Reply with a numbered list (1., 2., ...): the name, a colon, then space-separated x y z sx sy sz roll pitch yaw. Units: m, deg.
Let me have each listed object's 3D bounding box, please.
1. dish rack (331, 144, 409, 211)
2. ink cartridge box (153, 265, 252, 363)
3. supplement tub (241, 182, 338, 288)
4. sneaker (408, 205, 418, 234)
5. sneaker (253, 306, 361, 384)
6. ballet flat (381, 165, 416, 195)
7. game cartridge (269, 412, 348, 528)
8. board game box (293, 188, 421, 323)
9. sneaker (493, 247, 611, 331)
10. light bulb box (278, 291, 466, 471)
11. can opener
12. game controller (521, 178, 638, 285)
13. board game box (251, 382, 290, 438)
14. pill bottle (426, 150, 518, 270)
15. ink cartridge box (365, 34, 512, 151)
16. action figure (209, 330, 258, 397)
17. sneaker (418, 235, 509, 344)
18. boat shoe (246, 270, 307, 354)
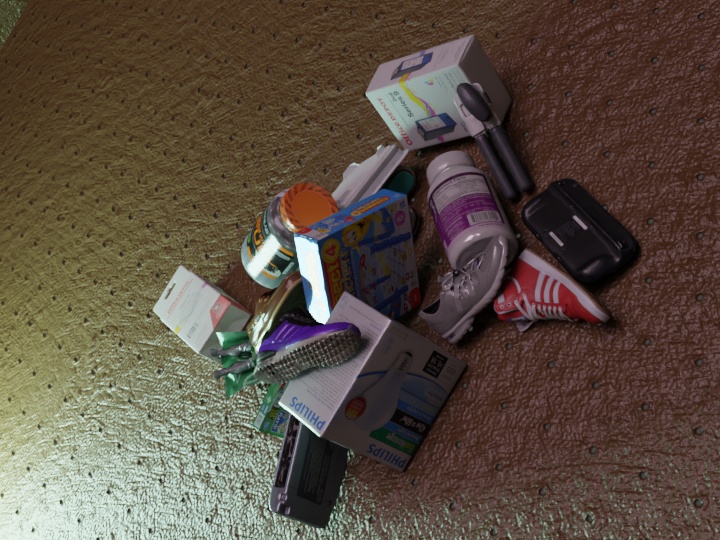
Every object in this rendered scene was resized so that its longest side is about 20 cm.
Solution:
1. dish rack: -0.013 -0.141 1.831 0.172 0.044 0.200 -24 25 56
2. ink cartridge box: -0.312 0.081 2.043 0.200 0.067 0.117 34 91 45
3. supplement tub: -0.116 -0.059 1.757 0.200 0.122 0.123 132 145 -56
4. sneaker: 0.015 -0.050 1.773 0.200 0.087 0.074 -36 66 -7
5. sneaker: -0.082 0.093 1.545 0.200 0.070 0.100 -23 48 36
6. ballet flat: 0.021 -0.109 1.862 0.200 0.068 0.067 -44 26 7
7. game cartridge: -0.074 0.299 1.660 0.041 0.133 0.201 -1 65 33
8. board game box: 0.000 0.000 1.656 0.196 0.201 0.056 -29 32 -35
9. sneaker: 0.272 0.054 1.531 0.113 0.071 0.200 -51 36 2
10. light bulb box: 0.020 0.172 1.600 0.125 0.198 0.200 30 90 49
11. can opener: 0.205 -0.207 1.671 0.053 0.067 0.200 -29 84 26
12. game controller: 0.323 -0.061 1.564 0.104 0.042 0.200 -40 45 6
13. board game box: -0.078 0.184 1.712 0.029 0.134 0.200 28 93 55
14. pill bottle: 0.171 -0.094 1.674 0.112 0.112 0.200 -35 48 22
15. ink cartridge box: 0.133 -0.298 1.787 0.200 0.145 0.088 -8 43 39
16. action figure: -0.164 0.137 1.797 0.200 0.055 0.118 -18 78 23
17. sneaker: 0.158 0.024 1.591 0.200 0.082 0.075 -59 6 28
18. boat shoe: -0.139 0.062 1.689 0.068 0.072 0.200 51 139 19
